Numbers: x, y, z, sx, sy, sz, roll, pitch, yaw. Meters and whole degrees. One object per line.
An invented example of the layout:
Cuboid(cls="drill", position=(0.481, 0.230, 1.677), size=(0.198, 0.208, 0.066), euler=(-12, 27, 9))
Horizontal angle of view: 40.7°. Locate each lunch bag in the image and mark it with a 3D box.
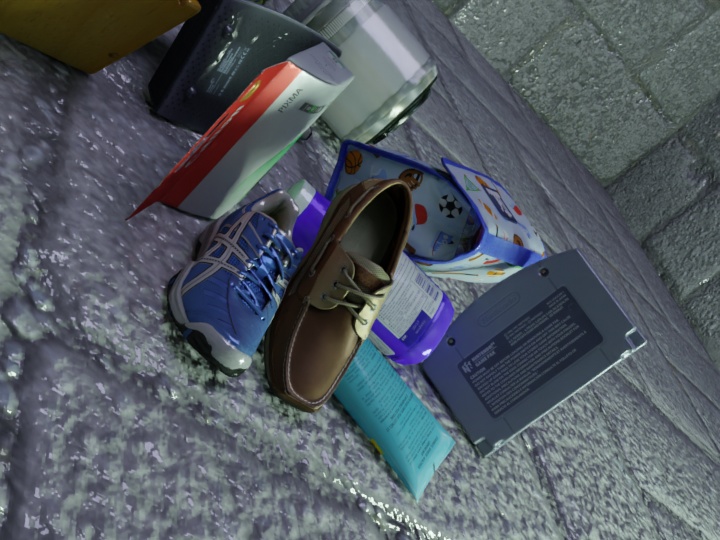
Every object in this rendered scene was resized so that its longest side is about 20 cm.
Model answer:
Cuboid(cls="lunch bag", position=(0.083, -0.052, 1.019), size=(0.199, 0.125, 0.169), euler=(23, 5, 34))

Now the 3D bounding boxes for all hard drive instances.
Cuboid(cls="hard drive", position=(-0.110, -0.193, 0.939), size=(0.042, 0.135, 0.199), euler=(43, 18, 25))

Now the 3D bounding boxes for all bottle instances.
Cuboid(cls="bottle", position=(0.000, 0.000, 0.915), size=(0.200, 0.065, 0.084), euler=(44, 63, -19))

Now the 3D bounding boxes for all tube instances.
Cuboid(cls="tube", position=(0.004, 0.092, 0.808), size=(0.201, 0.050, 0.077), euler=(51, 49, -7))

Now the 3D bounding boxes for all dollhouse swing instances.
Cuboid(cls="dollhouse swing", position=(-0.251, -0.278, 0.738), size=(0.199, 0.180, 0.178), euler=(21, 55, -54))

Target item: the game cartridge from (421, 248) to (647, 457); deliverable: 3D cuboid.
Cuboid(cls="game cartridge", position=(0.166, 0.075, 0.972), size=(0.134, 0.199, 0.041), euler=(55, 13, 9))

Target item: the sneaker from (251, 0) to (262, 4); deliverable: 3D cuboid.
Cuboid(cls="sneaker", position=(-0.139, -0.277, 0.974), size=(0.200, 0.070, 0.084), euler=(142, -66, -70))

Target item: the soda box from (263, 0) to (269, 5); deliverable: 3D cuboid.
Cuboid(cls="soda box", position=(-0.189, -0.341, 1.112), size=(0.064, 0.071, 0.199), euler=(57, 19, 19))

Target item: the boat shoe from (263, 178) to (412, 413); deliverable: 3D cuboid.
Cuboid(cls="boat shoe", position=(-0.013, 0.009, 0.750), size=(0.075, 0.074, 0.202), euler=(29, 64, -21))

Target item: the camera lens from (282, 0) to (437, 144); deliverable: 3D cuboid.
Cuboid(cls="camera lens", position=(-0.010, -0.272, 1.257), size=(0.200, 0.160, 0.160), euler=(47, 20, -10))

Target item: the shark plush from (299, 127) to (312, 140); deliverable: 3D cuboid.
Cuboid(cls="shark plush", position=(-0.111, -0.191, 1.089), size=(0.083, 0.091, 0.200), euler=(34, 35, 17))

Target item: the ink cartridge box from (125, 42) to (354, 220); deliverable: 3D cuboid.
Cuboid(cls="ink cartridge box", position=(-0.088, -0.102, 0.779), size=(0.050, 0.161, 0.200), euler=(44, 20, -7))

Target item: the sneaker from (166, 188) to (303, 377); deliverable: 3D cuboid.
Cuboid(cls="sneaker", position=(-0.088, 0.000, 0.723), size=(0.076, 0.077, 0.201), euler=(43, 22, -25))
